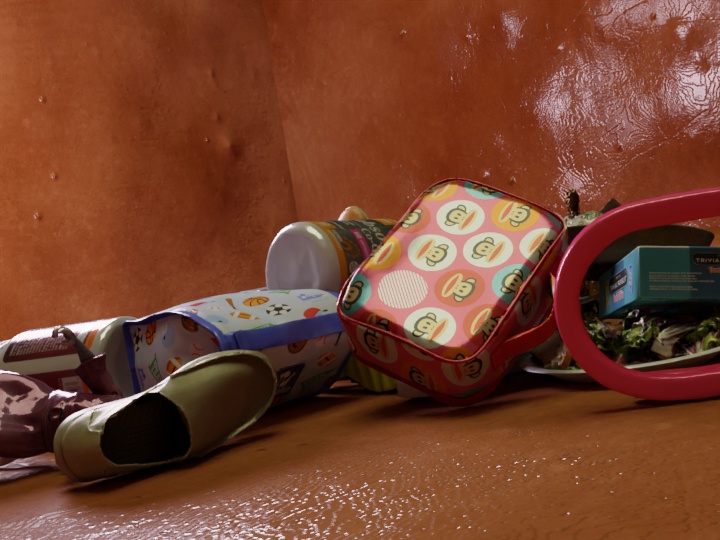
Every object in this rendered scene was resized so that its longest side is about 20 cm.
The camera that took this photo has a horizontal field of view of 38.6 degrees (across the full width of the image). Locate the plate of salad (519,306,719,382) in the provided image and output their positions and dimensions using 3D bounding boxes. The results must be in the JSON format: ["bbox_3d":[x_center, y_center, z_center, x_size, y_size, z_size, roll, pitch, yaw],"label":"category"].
[{"bbox_3d":[0.238,0.060,0.910,0.197,0.049,0.200,-10,1,0],"label":"plate of salad"}]

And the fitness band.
[{"bbox_3d":[0.238,0.017,0.734,0.197,0.146,0.037,-10,3,12],"label":"fitness band"}]

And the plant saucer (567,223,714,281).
[{"bbox_3d":[0.263,-0.015,1.062,0.197,0.037,0.200,0,-8,0],"label":"plant saucer"}]

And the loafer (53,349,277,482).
[{"bbox_3d":[-0.144,0.120,0.829,0.198,0.077,0.068,-22,10,-33],"label":"loafer"}]

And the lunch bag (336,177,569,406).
[{"bbox_3d":[0.095,0.016,0.897,0.175,0.083,0.200,21,56,33],"label":"lunch bag"}]

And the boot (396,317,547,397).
[{"bbox_3d":[0.104,0.056,0.969,0.198,0.097,0.073,-12,3,-43],"label":"boot"}]

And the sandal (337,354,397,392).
[{"bbox_3d":[0.012,0.081,1.058,0.086,0.081,0.199,-6,1,-36],"label":"sandal"}]

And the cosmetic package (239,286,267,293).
[{"bbox_3d":[-0.065,0.063,1.477,0.198,0.108,0.090,-13,3,-30],"label":"cosmetic package"}]

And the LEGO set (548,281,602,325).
[{"bbox_3d":[0.203,0.018,1.227,0.198,0.118,0.153,-11,2,-39],"label":"LEGO set"}]

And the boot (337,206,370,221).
[{"bbox_3d":[-0.042,0.018,1.237,0.143,0.204,0.070,2,-13,-40],"label":"boot"}]

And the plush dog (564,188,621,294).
[{"bbox_3d":[0.326,-0.010,1.417,0.197,0.162,0.172,-12,29,-6],"label":"plush dog"}]

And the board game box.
[{"bbox_3d":[0.314,0.015,0.962,0.149,0.048,0.200,1,-8,3],"label":"board game box"}]

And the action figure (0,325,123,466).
[{"bbox_3d":[-0.266,0.141,0.910,0.197,0.135,0.150,3,-40,4],"label":"action figure"}]

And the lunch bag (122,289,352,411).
[{"bbox_3d":[-0.116,0.081,1.017,0.169,0.126,0.199,-10,-6,-39],"label":"lunch bag"}]

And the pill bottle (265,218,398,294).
[{"bbox_3d":[0.000,0.000,1.159,0.198,0.118,0.116,-6,-1,-44],"label":"pill bottle"}]

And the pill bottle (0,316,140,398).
[{"bbox_3d":[-0.318,0.116,1.107,0.198,0.116,0.114,-8,2,28],"label":"pill bottle"}]
